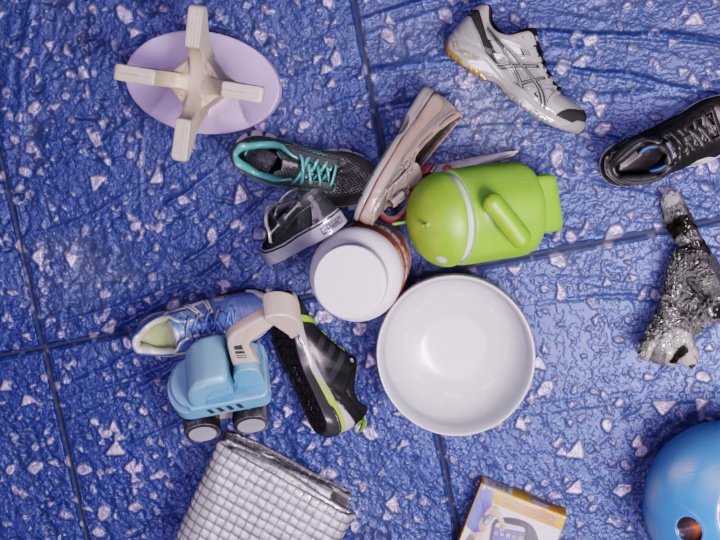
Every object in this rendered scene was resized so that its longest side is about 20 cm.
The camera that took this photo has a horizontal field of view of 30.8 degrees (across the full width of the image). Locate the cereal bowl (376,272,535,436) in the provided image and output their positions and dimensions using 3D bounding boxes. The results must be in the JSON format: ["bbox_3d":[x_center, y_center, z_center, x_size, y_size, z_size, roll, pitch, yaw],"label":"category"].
[{"bbox_3d":[0.119,0.098,1.629,0.198,0.083,0.202,1,100,5],"label":"cereal bowl"}]

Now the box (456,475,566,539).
[{"bbox_3d":[0.175,0.380,1.684,0.118,0.041,0.202,20,97,4],"label":"box"}]

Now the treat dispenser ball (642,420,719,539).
[{"bbox_3d":[0.437,0.280,1.557,0.199,0.201,0.203,1,98,7],"label":"treat dispenser ball"}]

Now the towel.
[{"bbox_3d":[-0.121,0.323,1.692,0.199,0.086,0.167,26,98,5],"label":"towel"}]

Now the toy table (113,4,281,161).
[{"bbox_3d":[-0.204,-0.230,1.611,0.198,0.117,0.186,-3,97,6],"label":"toy table"}]

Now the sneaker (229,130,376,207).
[{"bbox_3d":[-0.073,-0.122,1.616,0.198,0.091,0.078,11,97,10],"label":"sneaker"}]

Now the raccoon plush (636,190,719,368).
[{"bbox_3d":[0.378,0.021,1.609,0.133,0.097,0.201,-29,64,23],"label":"raccoon plush"}]

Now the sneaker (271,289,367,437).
[{"bbox_3d":[-0.049,0.117,1.674,0.082,0.072,0.202,-19,86,-29],"label":"sneaker"}]

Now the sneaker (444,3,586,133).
[{"bbox_3d":[0.201,-0.246,1.580,0.199,0.076,0.088,36,100,1],"label":"sneaker"}]

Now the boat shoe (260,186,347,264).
[{"bbox_3d":[-0.084,-0.058,1.588,0.073,0.199,0.068,-35,96,-20],"label":"boat shoe"}]

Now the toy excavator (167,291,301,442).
[{"bbox_3d":[-0.153,0.112,1.601,0.193,0.201,0.101,-11,55,4],"label":"toy excavator"}]

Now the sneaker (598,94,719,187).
[{"bbox_3d":[0.383,-0.148,1.552,0.199,0.112,0.074,-26,95,9],"label":"sneaker"}]

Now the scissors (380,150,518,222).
[{"bbox_3d":[0.095,-0.130,1.637,0.199,0.014,0.074,-28,79,6],"label":"scissors"}]

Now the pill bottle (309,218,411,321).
[{"bbox_3d":[0.000,0.000,1.573,0.111,0.200,0.113,1,98,7],"label":"pill bottle"}]

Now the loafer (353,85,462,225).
[{"bbox_3d":[0.060,-0.134,1.579,0.063,0.072,0.201,28,67,2],"label":"loafer"}]

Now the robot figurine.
[{"bbox_3d":[0.142,-0.068,1.569,0.198,0.175,0.117,-9,95,-24],"label":"robot figurine"}]

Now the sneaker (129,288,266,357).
[{"bbox_3d":[-0.201,0.076,1.666,0.198,0.077,0.076,-17,95,12],"label":"sneaker"}]
